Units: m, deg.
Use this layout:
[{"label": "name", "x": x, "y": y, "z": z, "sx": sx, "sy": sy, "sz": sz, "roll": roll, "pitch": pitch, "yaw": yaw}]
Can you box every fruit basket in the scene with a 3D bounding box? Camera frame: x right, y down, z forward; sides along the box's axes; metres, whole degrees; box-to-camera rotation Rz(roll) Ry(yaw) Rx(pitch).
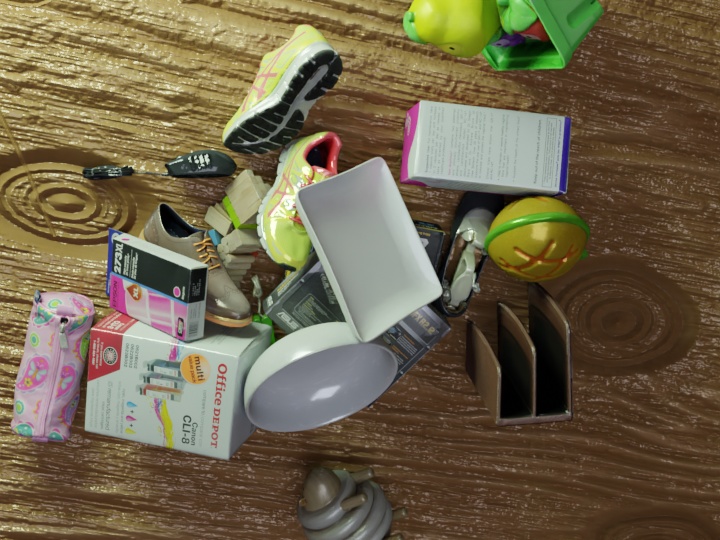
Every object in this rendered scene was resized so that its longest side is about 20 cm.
[{"label": "fruit basket", "x": 0.161, "y": -0.305, "z": 1.480, "sx": 0.215, "sy": 0.216, "sz": 0.156, "roll": -32, "pitch": 108, "yaw": 3}]

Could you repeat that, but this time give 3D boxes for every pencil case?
[{"label": "pencil case", "x": -0.406, "y": 0.126, "z": 1.597, "sx": 0.087, "sy": 0.087, "sz": 0.200, "roll": 13, "pitch": 105, "yaw": -11}]

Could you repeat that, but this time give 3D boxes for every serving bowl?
[{"label": "serving bowl", "x": -0.057, "y": 0.124, "z": 1.521, "sx": 0.200, "sy": 0.066, "sz": 0.200, "roll": -16, "pitch": 147, "yaw": -11}]

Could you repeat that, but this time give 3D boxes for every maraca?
[{"label": "maraca", "x": 0.235, "y": -0.034, "z": 1.589, "sx": 0.137, "sy": 0.200, "sz": 0.107, "roll": -8, "pitch": 70, "yaw": 14}]

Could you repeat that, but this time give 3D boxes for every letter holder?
[{"label": "letter holder", "x": 0.207, "y": 0.101, "z": 1.607, "sx": 0.100, "sy": 0.200, "sz": 0.142, "roll": -4, "pitch": 107, "yaw": -6}]

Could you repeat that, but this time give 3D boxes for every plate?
[{"label": "plate", "x": 0.007, "y": -0.027, "z": 1.505, "sx": 0.032, "sy": 0.200, "sz": 0.200, "roll": -22, "pitch": 94, "yaw": 38}]

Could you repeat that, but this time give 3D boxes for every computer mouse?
[{"label": "computer mouse", "x": -0.259, "y": -0.136, "z": 1.558, "sx": 0.200, "sy": 0.059, "sz": 0.034, "roll": -2, "pitch": 90, "yaw": -3}]

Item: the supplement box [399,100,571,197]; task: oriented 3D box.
[{"label": "supplement box", "x": 0.160, "y": -0.154, "z": 1.567, "sx": 0.200, "sy": 0.101, "sz": 0.103, "roll": 4, "pitch": 89, "yaw": -9}]

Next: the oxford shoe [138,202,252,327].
[{"label": "oxford shoe", "x": -0.208, "y": -0.006, "z": 1.538, "sx": 0.200, "sy": 0.071, "sz": 0.073, "roll": 40, "pitch": 127, "yaw": 19}]

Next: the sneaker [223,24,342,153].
[{"label": "sneaker", "x": -0.105, "y": -0.229, "z": 1.535, "sx": 0.200, "sy": 0.090, "sz": 0.078, "roll": -41, "pitch": 142, "yaw": 24}]

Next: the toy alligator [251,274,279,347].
[{"label": "toy alligator", "x": -0.136, "y": 0.104, "z": 1.637, "sx": 0.054, "sy": 0.059, "sz": 0.200, "roll": -17, "pitch": 107, "yaw": -2}]

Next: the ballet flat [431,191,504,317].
[{"label": "ballet flat", "x": 0.149, "y": -0.024, "z": 1.632, "sx": 0.073, "sy": 0.073, "sz": 0.200, "roll": 19, "pitch": 103, "yaw": -12}]

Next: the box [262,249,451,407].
[{"label": "box", "x": -0.005, "y": 0.060, "z": 1.598, "sx": 0.158, "sy": 0.048, "sz": 0.200, "roll": -45, "pitch": 108, "yaw": 7}]

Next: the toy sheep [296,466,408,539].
[{"label": "toy sheep", "x": -0.013, "y": 0.349, "z": 1.691, "sx": 0.138, "sy": 0.138, "sz": 0.200, "roll": -34, "pitch": 113, "yaw": 3}]

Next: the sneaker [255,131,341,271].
[{"label": "sneaker", "x": -0.070, "y": -0.094, "z": 1.517, "sx": 0.078, "sy": 0.090, "sz": 0.200, "roll": 26, "pitch": 59, "yaw": -32}]

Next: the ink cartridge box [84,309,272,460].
[{"label": "ink cartridge box", "x": -0.232, "y": 0.138, "z": 1.563, "sx": 0.200, "sy": 0.145, "sz": 0.145, "roll": 9, "pitch": 105, "yaw": 10}]

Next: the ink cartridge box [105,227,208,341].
[{"label": "ink cartridge box", "x": -0.271, "y": 0.015, "z": 1.536, "sx": 0.037, "sy": 0.200, "sz": 0.095, "roll": -10, "pitch": 113, "yaw": -46}]

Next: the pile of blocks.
[{"label": "pile of blocks", "x": -0.164, "y": -0.040, "z": 1.601, "sx": 0.062, "sy": 0.082, "sz": 0.200, "roll": -1, "pitch": 125, "yaw": -52}]

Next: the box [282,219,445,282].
[{"label": "box", "x": 0.000, "y": 0.000, "z": 1.631, "sx": 0.200, "sy": 0.049, "sz": 0.160, "roll": 11, "pitch": 103, "yaw": -10}]
